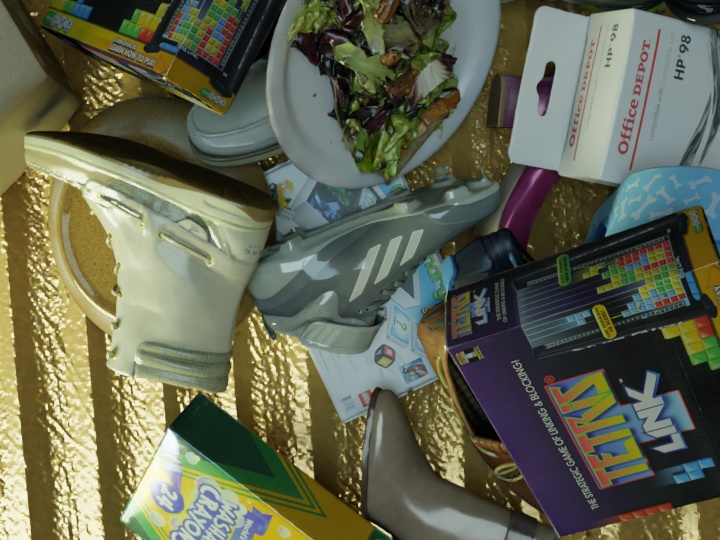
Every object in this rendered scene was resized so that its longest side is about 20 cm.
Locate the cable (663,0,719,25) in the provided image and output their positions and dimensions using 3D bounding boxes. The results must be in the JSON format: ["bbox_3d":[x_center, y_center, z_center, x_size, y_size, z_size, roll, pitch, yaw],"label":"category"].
[{"bbox_3d":[0.265,-0.246,0.705,0.197,0.051,0.166,-15,92,-2],"label":"cable"}]

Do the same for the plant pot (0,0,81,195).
[{"bbox_3d":[-0.321,-0.143,0.772,0.176,0.200,0.201,-32,92,-2],"label":"plant pot"}]

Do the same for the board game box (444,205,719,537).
[{"bbox_3d":[0.165,0.073,0.671,0.163,0.057,0.201,-21,126,18],"label":"board game box"}]

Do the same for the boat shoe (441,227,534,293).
[{"bbox_3d":[0.143,0.042,0.756,0.068,0.085,0.199,-40,130,23],"label":"boat shoe"}]

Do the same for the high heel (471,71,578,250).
[{"bbox_3d":[0.137,-0.047,0.803,0.094,0.067,0.203,3,95,-11],"label":"high heel"}]

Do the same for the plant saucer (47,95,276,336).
[{"bbox_3d":[-0.162,-0.031,0.819,0.197,0.035,0.203,3,100,16],"label":"plant saucer"}]

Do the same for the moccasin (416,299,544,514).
[{"bbox_3d":[0.113,0.110,0.787,0.073,0.078,0.203,-26,115,5],"label":"moccasin"}]

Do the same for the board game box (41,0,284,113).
[{"bbox_3d":[-0.124,-0.212,0.732,0.199,0.056,0.167,27,91,46],"label":"board game box"}]

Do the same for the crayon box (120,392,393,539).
[{"bbox_3d":[-0.076,0.202,0.813,0.199,0.052,0.126,36,127,4],"label":"crayon box"}]

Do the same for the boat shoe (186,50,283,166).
[{"bbox_3d":[-0.039,-0.146,0.775,0.198,0.069,0.075,-28,62,-9],"label":"boat shoe"}]

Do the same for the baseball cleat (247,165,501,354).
[{"bbox_3d":[0.017,-0.002,0.782,0.197,0.070,0.108,-17,106,13],"label":"baseball cleat"}]

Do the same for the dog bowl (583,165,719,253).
[{"bbox_3d":[0.213,-0.021,0.729,0.110,0.200,0.050,11,79,2],"label":"dog bowl"}]

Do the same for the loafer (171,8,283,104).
[{"bbox_3d":[-0.069,-0.193,0.796,0.199,0.071,0.073,-40,91,8],"label":"loafer"}]

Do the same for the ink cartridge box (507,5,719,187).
[{"bbox_3d":[0.213,-0.111,0.747,0.197,0.067,0.118,8,97,-17],"label":"ink cartridge box"}]

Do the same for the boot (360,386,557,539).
[{"bbox_3d":[0.076,0.190,0.806,0.144,0.070,0.203,7,117,20],"label":"boot"}]

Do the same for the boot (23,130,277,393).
[{"bbox_3d":[-0.167,-0.009,0.770,0.198,0.072,0.157,20,107,14],"label":"boot"}]

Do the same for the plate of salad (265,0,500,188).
[{"bbox_3d":[0.025,-0.143,0.729,0.201,0.199,0.048,-55,48,7],"label":"plate of salad"}]

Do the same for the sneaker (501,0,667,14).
[{"bbox_3d":[0.135,-0.228,0.769,0.197,0.081,0.075,8,96,5],"label":"sneaker"}]

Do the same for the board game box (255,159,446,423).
[{"bbox_3d":[0.000,0.000,0.826,0.125,0.035,0.202,-25,93,7],"label":"board game box"}]
